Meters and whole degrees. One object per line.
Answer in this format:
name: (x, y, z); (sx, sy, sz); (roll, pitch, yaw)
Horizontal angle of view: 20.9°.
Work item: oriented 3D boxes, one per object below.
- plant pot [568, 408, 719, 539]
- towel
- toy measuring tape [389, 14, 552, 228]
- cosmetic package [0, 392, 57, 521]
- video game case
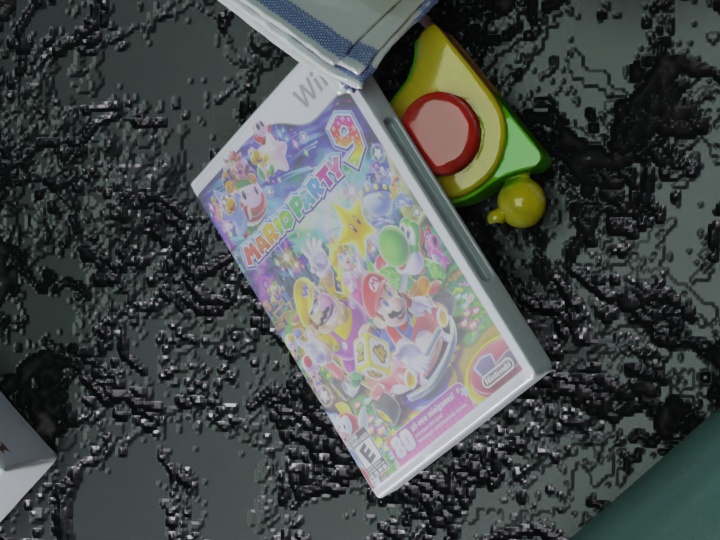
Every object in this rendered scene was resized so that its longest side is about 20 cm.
plant pot: (0.156, 0.181, 0.897); (0.200, 0.200, 0.196); (44, 93, 14)
towel: (0.002, -0.192, 0.991); (0.146, 0.024, 0.200); (36, 67, 15)
toy measuring tape: (0.023, -0.096, 1.005); (0.073, 0.074, 0.200); (-41, 77, 12)
cosmetic package: (-0.277, 0.141, 1.089); (0.200, 0.071, 0.101); (-46, 77, 12)
video game case: (0.000, 0.000, 0.999); (0.143, 0.018, 0.201); (-43, 74, 44)
